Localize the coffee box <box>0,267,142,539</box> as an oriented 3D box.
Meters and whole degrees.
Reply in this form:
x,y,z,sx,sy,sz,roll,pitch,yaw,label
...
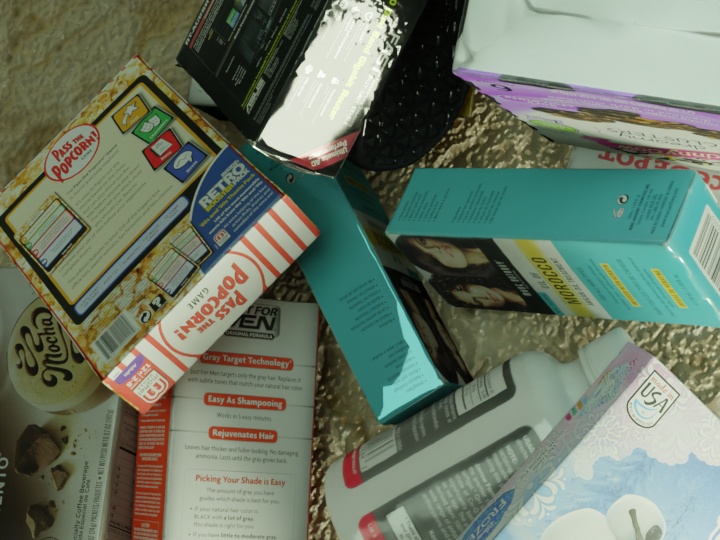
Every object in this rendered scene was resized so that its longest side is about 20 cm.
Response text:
x,y,z,sx,sy,sz,roll,pitch,yaw,label
-0.189,0.104,1.067,0.112,0.080,0.202,0,71,20,coffee box

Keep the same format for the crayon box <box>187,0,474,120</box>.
x,y,z,sx,sy,sz,roll,pitch,yaw,label
-0.007,-0.160,1.071,0.198,0.052,0.127,5,84,22,crayon box

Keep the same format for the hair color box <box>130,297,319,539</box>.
x,y,z,sx,sy,sz,roll,pitch,yaw,label
-0.086,0.118,1.027,0.061,0.101,0.202,-10,74,62,hair color box

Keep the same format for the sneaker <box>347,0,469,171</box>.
x,y,z,sx,sy,sz,roll,pitch,yaw,label
0.029,-0.158,1.005,0.083,0.071,0.202,15,86,55,sneaker

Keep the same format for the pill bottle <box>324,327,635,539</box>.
x,y,z,sx,sy,sz,roll,pitch,yaw,label
0.087,0.117,0.961,0.199,0.111,0.111,-31,73,12,pill bottle

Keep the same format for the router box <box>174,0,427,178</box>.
x,y,z,sx,sy,sz,roll,pitch,yaw,label
-0.022,-0.175,0.964,0.201,0.062,0.150,-61,34,14,router box

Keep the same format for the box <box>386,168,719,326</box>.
x,y,z,sx,sy,sz,roll,pitch,yaw,label
0.117,-0.015,0.939,0.199,0.082,0.049,3,57,43,box

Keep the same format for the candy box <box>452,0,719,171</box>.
x,y,z,sx,sy,sz,roll,pitch,yaw,label
0.158,-0.102,0.830,0.166,0.200,0.072,11,88,21,candy box

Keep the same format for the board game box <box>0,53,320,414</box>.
x,y,z,sx,sy,sz,roll,pitch,yaw,label
-0.136,-0.029,1.006,0.151,0.046,0.200,-45,46,-1,board game box

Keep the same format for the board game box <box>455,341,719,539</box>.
x,y,z,sx,sy,sz,roll,pitch,yaw,label
0.155,0.180,0.896,0.200,0.043,0.199,42,88,-15,board game box

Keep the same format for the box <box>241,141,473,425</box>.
x,y,z,sx,sy,sz,roll,pitch,yaw,label
0.000,0.000,1.027,0.049,0.082,0.201,-32,73,13,box

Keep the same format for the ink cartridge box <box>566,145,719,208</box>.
x,y,z,sx,sy,sz,roll,pitch,yaw,label
0.223,-0.122,0.961,0.147,0.086,0.202,18,91,22,ink cartridge box
